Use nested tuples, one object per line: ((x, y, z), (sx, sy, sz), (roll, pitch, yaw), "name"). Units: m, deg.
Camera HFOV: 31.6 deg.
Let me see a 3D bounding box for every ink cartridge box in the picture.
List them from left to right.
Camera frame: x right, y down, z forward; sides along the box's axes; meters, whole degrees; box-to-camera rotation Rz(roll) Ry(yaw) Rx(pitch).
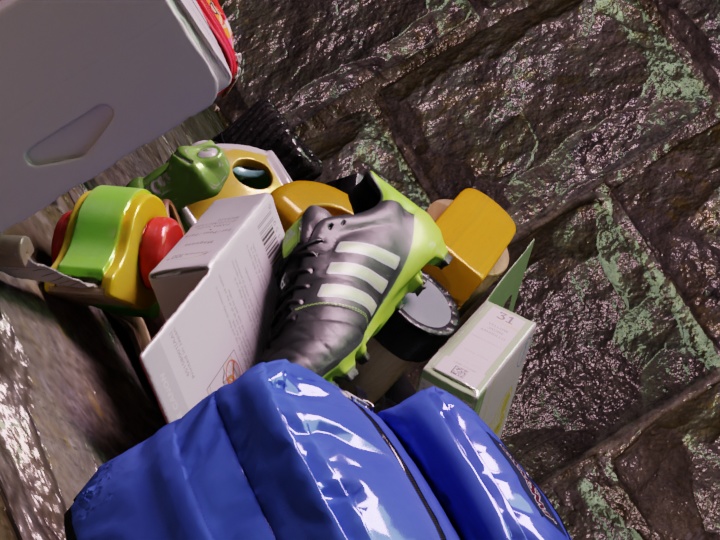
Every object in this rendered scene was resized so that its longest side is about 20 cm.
((-0.154, -0.111, 0.625), (0.084, 0.145, 0.200), (57, 1, -26), "ink cartridge box")
((-0.064, 0.084, 0.697), (0.174, 0.044, 0.200), (-57, 134, -55), "ink cartridge box")
((0.090, 0.084, 0.915), (0.048, 0.200, 0.146), (26, -53, 19), "ink cartridge box")

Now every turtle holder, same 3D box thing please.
((-0.112, -0.040, 0.960), (0.186, 0.132, 0.141), (59, 1, -39), "turtle holder")

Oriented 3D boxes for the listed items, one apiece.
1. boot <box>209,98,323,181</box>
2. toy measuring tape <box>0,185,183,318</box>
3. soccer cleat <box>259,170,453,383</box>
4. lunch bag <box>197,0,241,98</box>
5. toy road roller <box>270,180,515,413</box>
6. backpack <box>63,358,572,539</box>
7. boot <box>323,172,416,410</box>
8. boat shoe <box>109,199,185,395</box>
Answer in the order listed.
((-0.093, -0.040, 1.099), (0.211, 0.158, 0.079), (59, 1, 25), "boot")
((-0.141, -0.019, 0.668), (0.074, 0.074, 0.200), (59, 4, 14), "toy measuring tape")
((-0.021, 0.015, 0.697), (0.081, 0.068, 0.200), (44, 42, -2), "soccer cleat")
((-0.177, -0.193, 0.888), (0.200, 0.176, 0.082), (58, 13, -32), "lunch bag")
((0.000, 0.000, 0.856), (0.146, 0.123, 0.200), (42, 36, 3), "toy road roller")
((-0.007, 0.123, 0.479), (0.163, 0.168, 0.200), (51, -1, 43), "backpack")
((0.021, 0.043, 1.015), (0.165, 0.066, 0.200), (46, 37, -54), "boot")
((-0.100, 0.046, 0.785), (0.200, 0.068, 0.072), (59, 1, 7), "boat shoe")
